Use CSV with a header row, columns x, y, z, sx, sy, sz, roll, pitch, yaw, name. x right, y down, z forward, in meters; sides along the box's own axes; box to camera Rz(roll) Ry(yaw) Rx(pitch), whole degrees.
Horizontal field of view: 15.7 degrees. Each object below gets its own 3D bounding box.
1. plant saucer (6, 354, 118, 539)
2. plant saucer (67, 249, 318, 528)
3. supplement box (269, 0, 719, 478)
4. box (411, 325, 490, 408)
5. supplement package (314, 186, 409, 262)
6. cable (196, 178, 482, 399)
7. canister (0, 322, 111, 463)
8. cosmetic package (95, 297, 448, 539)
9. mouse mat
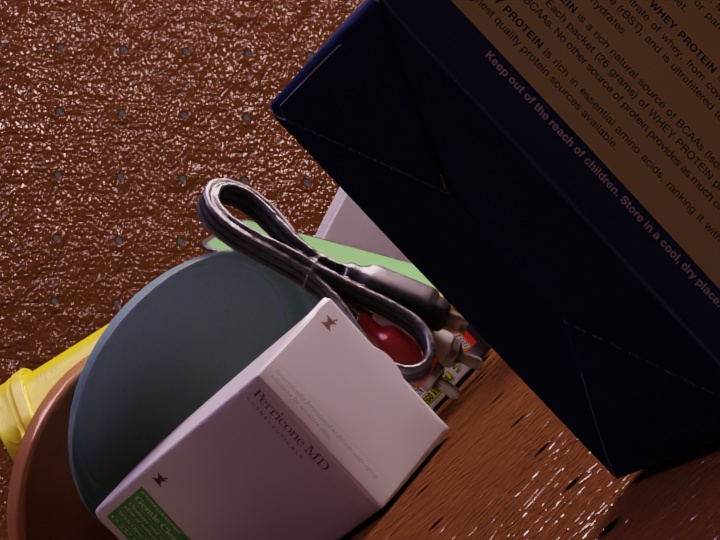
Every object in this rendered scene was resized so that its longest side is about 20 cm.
x,y,z,sx,sy,sz,roll,pitch,yaw,name
-0.150,0.140,1.673,0.037,0.201,0.200,11,45,44,plant saucer
-0.105,0.074,1.630,0.200,0.201,0.027,-44,47,-14,plant saucer
0.115,-0.071,0.965,0.200,0.200,0.134,-45,4,-22,supplement box
0.006,0.093,1.707,0.110,0.035,0.200,-45,3,-22,box
0.024,-0.016,1.999,0.110,0.113,0.200,-63,3,3,supplement package
-0.017,0.017,1.580,0.097,0.199,0.051,-63,-6,-47,cable
-0.129,0.082,1.781,0.199,0.087,0.149,-31,-38,9,canister
-0.054,0.116,1.520,0.085,0.108,0.200,-46,3,-43,cosmetic package
0.000,0.000,1.742,0.161,0.198,0.008,-42,-32,-79,mouse mat
